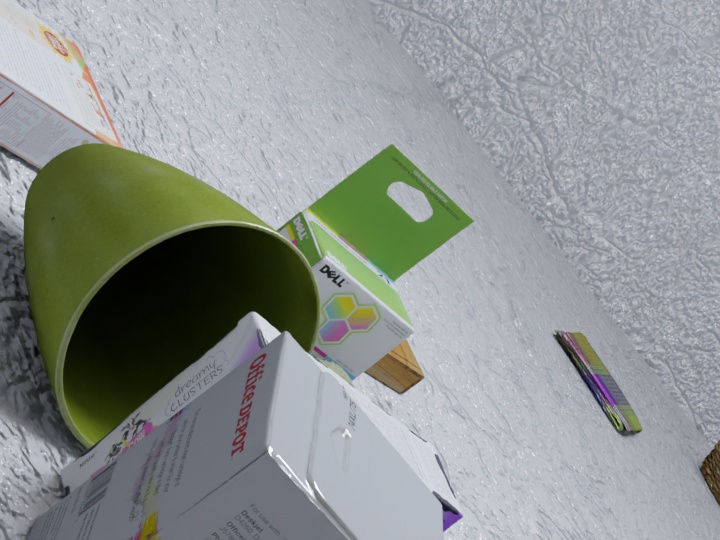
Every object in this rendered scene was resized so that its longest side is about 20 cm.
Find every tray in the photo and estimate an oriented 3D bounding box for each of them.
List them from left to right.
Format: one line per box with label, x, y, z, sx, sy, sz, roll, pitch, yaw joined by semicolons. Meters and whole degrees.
tray;-0.003;0.031;1.748;0.099;0.037;0.201;36;22;-50

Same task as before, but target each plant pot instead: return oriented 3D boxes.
plant pot;-0.155;0.000;1.120;0.187;0.187;0.200;38;6;-44

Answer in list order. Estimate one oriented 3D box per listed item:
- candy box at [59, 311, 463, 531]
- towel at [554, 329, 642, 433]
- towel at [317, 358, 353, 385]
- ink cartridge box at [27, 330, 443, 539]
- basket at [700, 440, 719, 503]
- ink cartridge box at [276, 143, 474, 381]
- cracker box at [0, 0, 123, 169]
candy box;-0.061;0.143;1.041;0.200;0.167;0.072;39;18;-41
towel;0.389;0.180;2.652;0.201;0.023;0.143;58;14;15
towel;-0.017;0.155;1.416;0.148;0.036;0.201;26;32;-60
ink cartridge box;-0.073;0.166;0.884;0.146;0.200;0.147;49;15;-15
basket;0.696;0.420;2.971;0.142;0.149;0.201;-4;50;-33
ink cartridge box;0.000;0.000;1.498;0.148;0.200;0.076;39;20;-41
cracker box;-0.283;-0.160;1.275;0.200;0.058;0.134;36;22;-52
